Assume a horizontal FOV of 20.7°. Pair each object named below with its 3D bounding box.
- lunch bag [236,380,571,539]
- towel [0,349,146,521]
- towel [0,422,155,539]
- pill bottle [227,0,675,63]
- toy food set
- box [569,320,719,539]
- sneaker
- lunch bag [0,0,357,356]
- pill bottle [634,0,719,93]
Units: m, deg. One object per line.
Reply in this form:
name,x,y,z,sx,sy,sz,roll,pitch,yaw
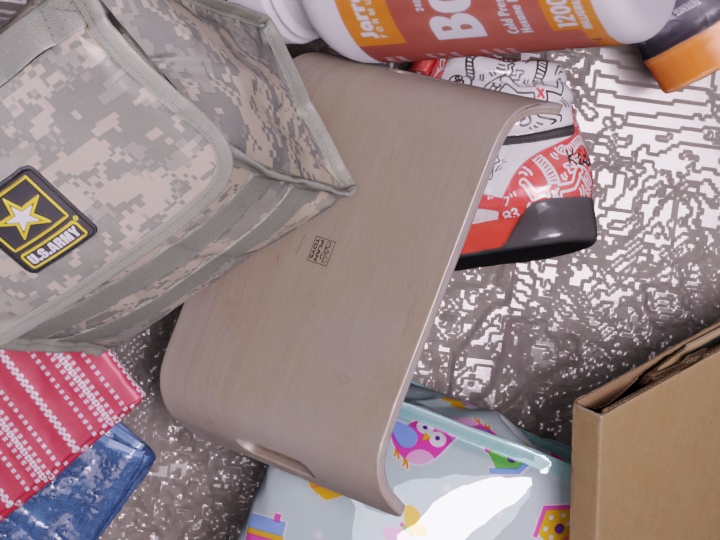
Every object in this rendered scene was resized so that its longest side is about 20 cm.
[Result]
lunch bag,0.039,0.150,0.986,0.199,0.122,0.171,21,91,2
towel,-0.223,0.069,0.969,0.200,0.022,0.145,-39,95,7
towel,-0.212,0.079,1.007,0.200,0.049,0.112,35,92,-4
pill bottle,0.039,-0.153,0.910,0.199,0.112,0.113,-2,94,28
toy food set,0.000,0.000,0.919,0.143,0.060,0.201,18,85,40
box,0.155,0.128,0.957,0.163,0.021,0.201,-23,122,-41
sneaker,0.016,-0.052,1.004,0.200,0.067,0.109,-8,80,6
lunch bag,-0.121,-0.045,0.841,0.164,0.200,0.118,-32,72,19
pill bottle,0.133,-0.189,0.977,0.106,0.106,0.201,-31,94,0
